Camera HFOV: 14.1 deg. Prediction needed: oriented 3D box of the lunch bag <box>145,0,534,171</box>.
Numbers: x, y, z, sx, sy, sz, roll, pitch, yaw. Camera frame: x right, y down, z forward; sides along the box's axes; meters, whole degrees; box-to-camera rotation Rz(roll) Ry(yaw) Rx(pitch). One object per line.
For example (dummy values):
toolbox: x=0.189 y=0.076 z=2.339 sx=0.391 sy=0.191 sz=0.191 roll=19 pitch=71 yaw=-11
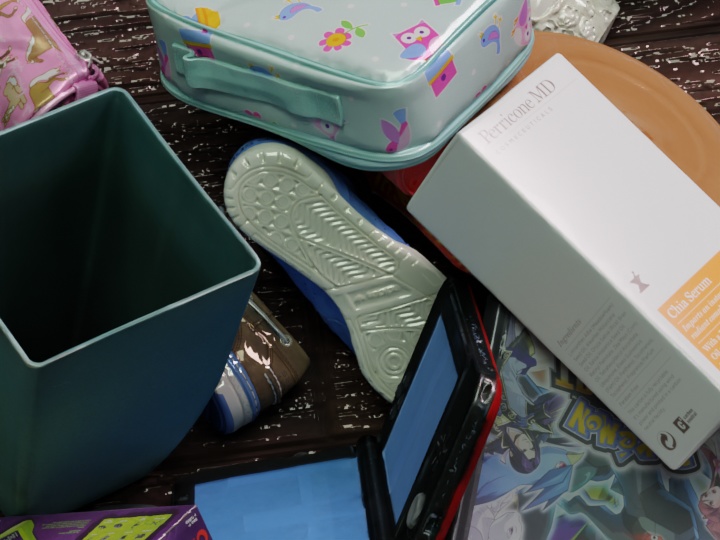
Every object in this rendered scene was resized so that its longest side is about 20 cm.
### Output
lunch bag: x=-0.016 y=-0.137 z=1.635 sx=0.199 sy=0.077 sz=0.160 roll=20 pitch=51 yaw=30

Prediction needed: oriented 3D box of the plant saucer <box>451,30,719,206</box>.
plant saucer: x=0.141 y=-0.074 z=1.670 sx=0.199 sy=0.032 sz=0.201 roll=19 pitch=35 yaw=-14

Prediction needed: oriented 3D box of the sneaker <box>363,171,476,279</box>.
sneaker: x=0.054 y=-0.048 z=1.702 sx=0.073 sy=0.077 sz=0.200 roll=-47 pitch=48 yaw=15

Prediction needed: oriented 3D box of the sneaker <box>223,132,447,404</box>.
sneaker: x=0.001 y=-0.001 z=1.661 sx=0.200 sy=0.111 sz=0.077 roll=44 pitch=99 yaw=-9

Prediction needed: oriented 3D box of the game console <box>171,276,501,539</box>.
game console: x=-0.016 y=0.088 z=1.520 sx=0.118 sy=0.173 sz=0.200 roll=20 pitch=14 yaw=-9

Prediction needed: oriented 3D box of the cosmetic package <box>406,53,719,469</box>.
cosmetic package: x=0.134 y=-0.006 z=1.529 sx=0.200 sy=0.071 sz=0.101 roll=44 pitch=49 yaw=7

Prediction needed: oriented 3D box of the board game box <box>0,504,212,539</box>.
board game box: x=-0.181 y=0.166 z=1.492 sx=0.199 sy=0.032 sz=0.120 roll=-7 pitch=21 yaw=43

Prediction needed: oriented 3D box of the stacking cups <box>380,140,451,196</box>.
stacking cups: x=-0.010 y=-0.110 z=1.697 sx=0.060 sy=0.061 sz=0.200 roll=-29 pitch=40 yaw=-16

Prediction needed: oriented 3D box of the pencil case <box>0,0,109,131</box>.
pencil case: x=-0.226 y=-0.144 z=1.751 sx=0.086 sy=0.083 sz=0.200 roll=-31 pitch=62 yaw=-16

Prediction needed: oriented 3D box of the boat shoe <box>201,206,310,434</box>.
boat shoe: x=-0.101 y=0.000 z=1.672 sx=0.072 sy=0.072 sz=0.200 roll=-28 pitch=72 yaw=-20

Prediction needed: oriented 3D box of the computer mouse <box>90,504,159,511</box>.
computer mouse: x=-0.189 y=0.172 z=1.582 sx=0.199 sy=0.034 sz=0.059 roll=-20 pitch=61 yaw=-10

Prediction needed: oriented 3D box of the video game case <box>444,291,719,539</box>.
video game case: x=0.143 y=0.123 z=1.543 sx=0.199 sy=0.025 sz=0.182 roll=18 pitch=71 yaw=-16

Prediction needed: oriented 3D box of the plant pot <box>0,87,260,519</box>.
plant pot: x=-0.161 y=0.038 z=1.559 sx=0.141 sy=0.201 sz=0.141 roll=-24 pitch=59 yaw=-29

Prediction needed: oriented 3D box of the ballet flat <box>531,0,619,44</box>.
ballet flat: x=0.059 y=-0.170 z=1.771 sx=0.199 sy=0.072 sz=0.072 roll=5 pitch=58 yaw=4
